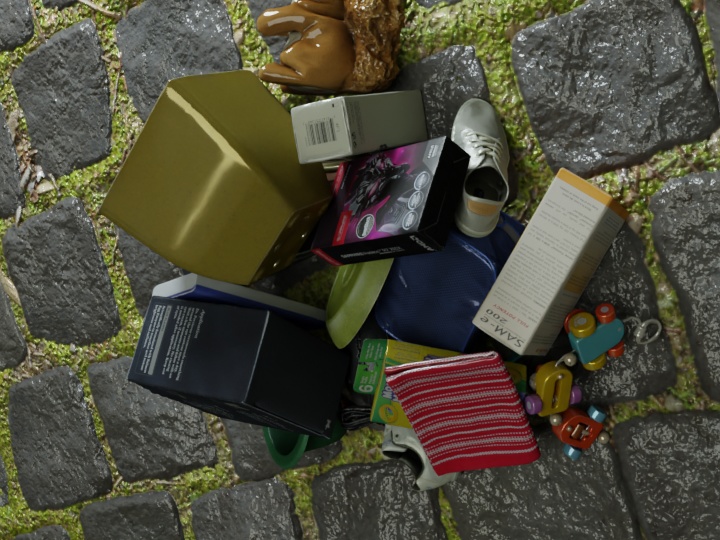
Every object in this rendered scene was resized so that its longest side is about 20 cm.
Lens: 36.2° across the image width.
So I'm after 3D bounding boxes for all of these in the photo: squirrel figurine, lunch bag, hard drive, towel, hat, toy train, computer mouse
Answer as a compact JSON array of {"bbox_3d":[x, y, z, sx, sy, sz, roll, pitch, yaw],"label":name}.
[{"bbox_3d":[-0.031,-0.324,1.405,0.196,0.141,0.191,6,93,16],"label":"squirrel figurine"},{"bbox_3d":[0.122,0.001,1.352,0.135,0.132,0.202,36,125,17],"label":"lunch bag"},{"bbox_3d":[-0.159,0.048,1.451,0.131,0.198,0.026,-15,62,53],"label":"hard drive"},{"bbox_3d":[0.123,0.172,1.296,0.142,0.023,0.201,-10,133,19],"label":"towel"},{"bbox_3d":[-0.029,0.200,1.555,0.167,0.173,0.202,-61,37,40],"label":"hat"},{"bbox_3d":[0.265,0.123,1.311,0.202,0.148,0.056,-63,35,16],"label":"toy train"},{"bbox_3d":[0.030,0.104,1.433,0.138,0.046,0.204,-6,67,29],"label":"computer mouse"}]

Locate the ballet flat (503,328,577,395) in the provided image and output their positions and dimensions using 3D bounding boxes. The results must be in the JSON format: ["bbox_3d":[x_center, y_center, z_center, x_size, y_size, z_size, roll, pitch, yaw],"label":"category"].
[{"bbox_3d":[0.186,0.138,1.381,0.198,0.068,0.069,-29,97,33],"label":"ballet flat"}]

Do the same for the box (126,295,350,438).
[{"bbox_3d":[-0.151,0.124,1.398,0.197,0.196,0.119,6,74,33],"label":"box"}]

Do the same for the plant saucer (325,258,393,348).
[{"bbox_3d":[0.000,0.000,1.397,0.031,0.201,0.202,25,116,-11],"label":"plant saucer"}]

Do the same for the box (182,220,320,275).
[{"bbox_3d":[-0.164,-0.088,1.513,0.198,0.117,0.200,-23,87,32],"label":"box"}]

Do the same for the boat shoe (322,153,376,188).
[{"bbox_3d":[0.024,-0.118,1.431,0.197,0.072,0.069,4,105,38],"label":"boat shoe"}]

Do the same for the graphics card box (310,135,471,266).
[{"bbox_3d":[0.032,-0.077,1.294,0.198,0.051,0.127,-6,59,49],"label":"graphics card box"}]

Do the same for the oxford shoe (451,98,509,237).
[{"bbox_3d":[0.145,-0.131,1.298,0.074,0.203,0.058,11,143,-6],"label":"oxford shoe"}]

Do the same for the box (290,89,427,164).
[{"bbox_3d":[0.002,-0.178,1.351,0.081,0.199,0.070,-6,97,33],"label":"box"}]

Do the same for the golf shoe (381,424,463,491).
[{"bbox_3d":[0.057,0.195,1.436,0.201,0.096,0.079,52,154,25],"label":"golf shoe"}]

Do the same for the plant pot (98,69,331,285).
[{"bbox_3d":[-0.152,-0.097,1.323,0.199,0.195,0.195,41,115,11],"label":"plant pot"}]

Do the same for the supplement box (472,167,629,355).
[{"bbox_3d":[0.220,-0.005,1.266,0.073,0.126,0.202,32,97,21],"label":"supplement box"}]

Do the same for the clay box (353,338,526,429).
[{"bbox_3d":[0.091,0.146,1.325,0.196,0.048,0.116,10,137,-1],"label":"clay box"}]
